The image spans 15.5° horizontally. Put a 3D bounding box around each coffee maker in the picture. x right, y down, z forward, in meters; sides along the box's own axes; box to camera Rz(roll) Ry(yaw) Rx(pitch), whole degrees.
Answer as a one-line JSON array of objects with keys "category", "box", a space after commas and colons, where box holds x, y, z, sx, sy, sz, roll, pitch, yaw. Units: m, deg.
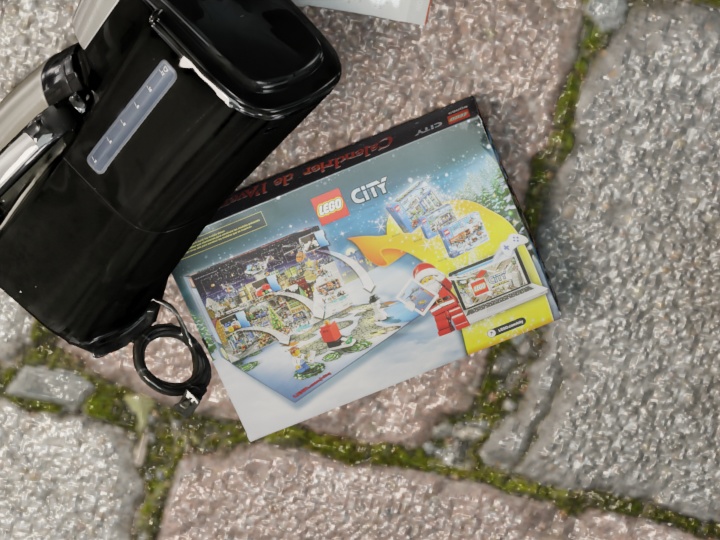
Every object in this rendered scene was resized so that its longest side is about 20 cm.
[{"category": "coffee maker", "box": [-0.103, -0.062, 1.420, 0.192, 0.135, 0.200, 35, 124, -14]}]

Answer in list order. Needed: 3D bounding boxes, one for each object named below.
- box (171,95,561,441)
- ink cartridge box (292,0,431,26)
[{"category": "box", "box": [0.000, 0.000, 1.533, 0.200, 0.038, 0.137, -22, 111, 5]}, {"category": "ink cartridge box", "box": [-0.052, -0.206, 1.442, 0.199, 0.050, 0.109, 10, 111, -8]}]
